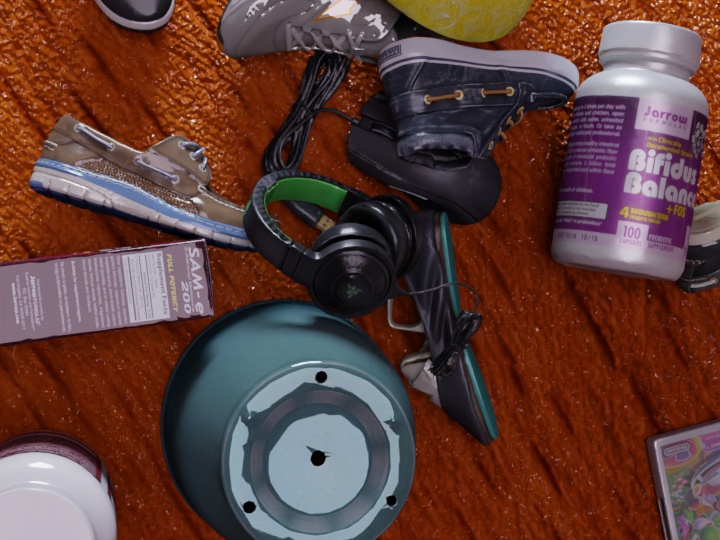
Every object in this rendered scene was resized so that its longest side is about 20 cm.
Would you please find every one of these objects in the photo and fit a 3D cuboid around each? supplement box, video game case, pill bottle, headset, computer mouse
[{"bbox_3d":[-0.214,0.019,0.854,0.198,0.109,0.062,-7,90,-14],"label":"supplement box"},{"bbox_3d":[0.339,0.232,1.024,0.142,0.018,0.202,-12,92,-14],"label":"video game case"},{"bbox_3d":[-0.227,0.178,0.800,0.112,0.200,0.114,0,88,-13],"label":"pill bottle"},{"bbox_3d":[0.227,-0.098,0.953,0.111,0.112,0.202,9,90,-13],"label":"pill bottle"},{"bbox_3d":[0.000,0.000,0.872,0.199,0.124,0.094,30,122,7],"label":"headset"},{"bbox_3d":[0.019,-0.081,0.942,0.199,0.046,0.141,34,81,-10],"label":"computer mouse"}]

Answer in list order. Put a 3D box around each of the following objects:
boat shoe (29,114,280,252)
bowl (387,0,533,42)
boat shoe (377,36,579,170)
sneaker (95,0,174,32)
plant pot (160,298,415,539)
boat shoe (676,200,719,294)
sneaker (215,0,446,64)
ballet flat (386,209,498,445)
[{"bbox_3d":[-0.150,-0.068,0.889,0.198,0.072,0.073,17,84,-12],"label":"boat shoe"},{"bbox_3d":[0.081,-0.289,0.882,0.199,0.108,0.202,20,51,-26],"label":"bowl"},{"bbox_3d":[0.100,-0.126,0.925,0.199,0.071,0.092,-1,79,-35],"label":"boat shoe"},{"bbox_3d":[-0.186,-0.285,0.879,0.071,0.083,0.202,-11,92,-12],"label":"sneaker"},{"bbox_3d":[-0.045,0.127,0.847,0.198,0.188,0.202,0,91,-11],"label":"plant pot"},{"bbox_3d":[0.363,-0.038,1.016,0.198,0.072,0.068,-19,109,-13],"label":"boat shoe"},{"bbox_3d":[-0.015,-0.199,0.911,0.198,0.076,0.093,-22,75,-12],"label":"sneaker"},{"bbox_3d":[0.060,0.051,0.943,0.072,0.073,0.202,-16,98,-13],"label":"ballet flat"}]
